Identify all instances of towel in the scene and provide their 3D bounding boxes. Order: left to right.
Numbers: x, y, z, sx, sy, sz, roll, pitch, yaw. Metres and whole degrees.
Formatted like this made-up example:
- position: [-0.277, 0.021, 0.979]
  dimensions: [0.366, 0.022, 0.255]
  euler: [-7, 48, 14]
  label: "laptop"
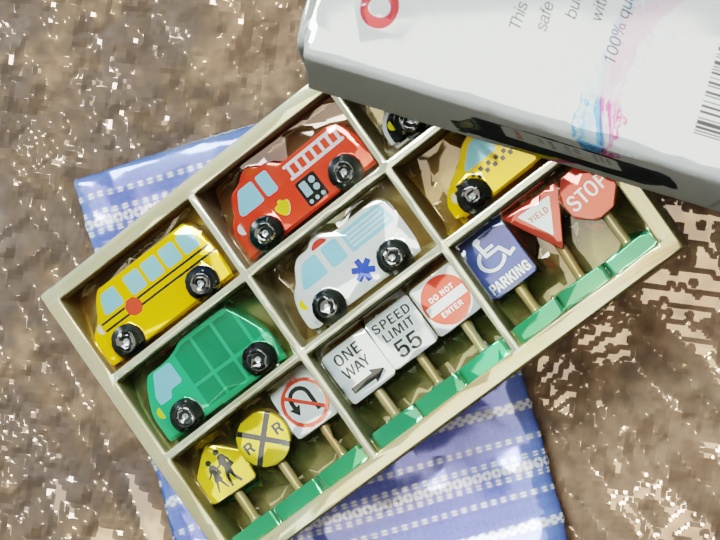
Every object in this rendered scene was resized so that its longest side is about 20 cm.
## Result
- position: [-0.014, 0.042, 0.981]
  dimensions: [0.145, 0.024, 0.200]
  euler: [-16, 88, 7]
  label: "towel"

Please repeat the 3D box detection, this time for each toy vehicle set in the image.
- position: [0.000, 0.000, 0.946]
  dimensions: [0.200, 0.027, 0.124]
  euler: [-38, 84, 12]
  label: "toy vehicle set"

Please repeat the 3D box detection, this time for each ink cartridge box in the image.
- position: [0.094, -0.105, 0.875]
  dimensions: [0.200, 0.083, 0.146]
  euler: [17, 86, 1]
  label: "ink cartridge box"
